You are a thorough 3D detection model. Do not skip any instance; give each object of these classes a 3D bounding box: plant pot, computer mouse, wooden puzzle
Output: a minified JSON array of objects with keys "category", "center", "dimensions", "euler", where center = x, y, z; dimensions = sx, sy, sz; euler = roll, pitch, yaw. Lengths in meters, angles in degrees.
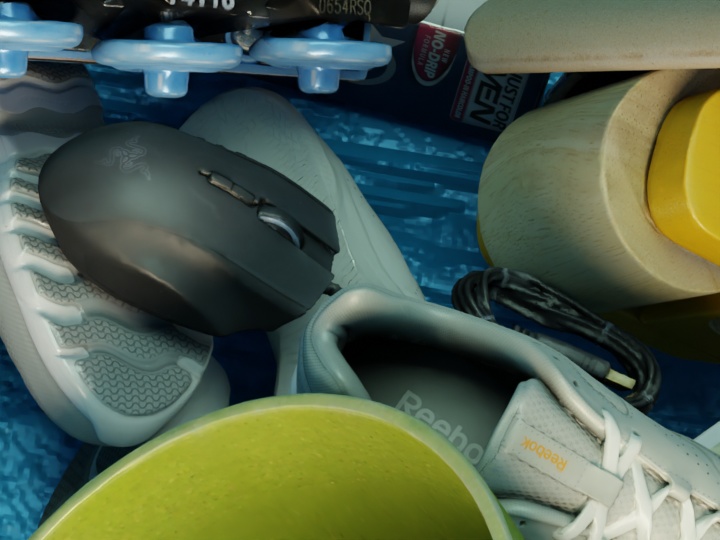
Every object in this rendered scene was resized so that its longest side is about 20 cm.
[{"category":"plant pot","center":[0.011,0.163,0.682],"dimensions":[0.186,0.200,0.188],"euler":[-22,45,24]},{"category":"computer mouse","center":[0.000,0.000,0.778],"dimensions":[0.199,0.034,0.059],"euler":[17,45,-9]},{"category":"wooden puzzle","center":[0.156,-0.110,0.819],"dimensions":[0.199,0.185,0.047],"euler":[-21,105,-32]}]

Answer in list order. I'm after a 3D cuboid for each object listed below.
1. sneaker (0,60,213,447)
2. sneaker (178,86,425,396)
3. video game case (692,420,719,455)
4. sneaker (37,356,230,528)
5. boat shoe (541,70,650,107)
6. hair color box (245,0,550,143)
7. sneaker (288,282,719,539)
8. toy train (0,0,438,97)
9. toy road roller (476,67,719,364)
[{"category":"sneaker","center":[-0.105,-0.007,0.835],"dimensions":[0.074,0.082,0.200],"euler":[10,34,-33]},{"category":"sneaker","center":[0.005,0.034,0.846],"dimensions":[0.075,0.088,0.201],"euler":[-28,63,14]},{"category":"video game case","center":[0.159,0.086,0.733],"dimensions":[0.200,0.018,0.143],"euler":[-36,61,3]},{"category":"sneaker","center":[-0.060,0.114,0.795],"dimensions":[0.080,0.070,0.201],"euler":[25,50,-22]},{"category":"boat shoe","center":[0.131,-0.071,0.937],"dimensions":[0.072,0.073,0.200],"euler":[41,60,17]},{"category":"hair color box","center":[-0.022,-0.122,0.948],"dimensions":[0.199,0.061,0.100],"euler":[15,56,0]},{"category":"sneaker","center":[0.064,0.066,0.700],"dimensions":[0.199,0.092,0.076],"euler":[25,78,11]},{"category":"toy train","center":[-0.074,-0.098,0.812],"dimensions":[0.199,0.114,0.087],"euler":[0,93,-30]},{"category":"toy road roller","center":[0.149,-0.038,0.846],"dimensions":[0.199,0.123,0.147],"euler":[21,75,-24]}]
